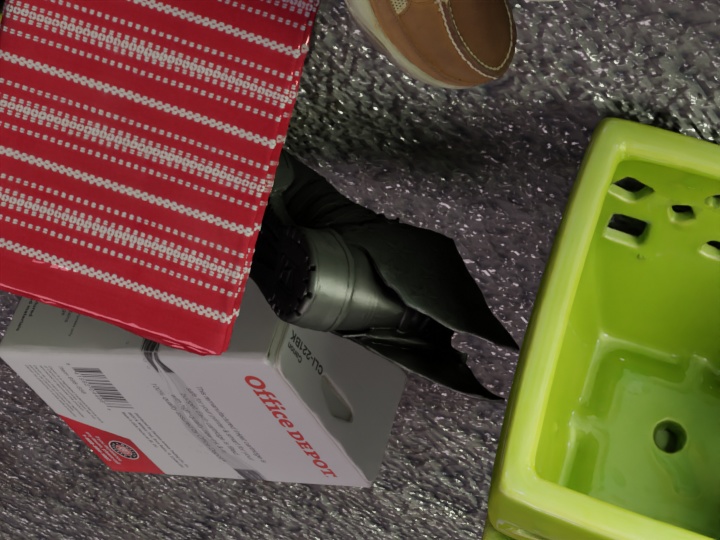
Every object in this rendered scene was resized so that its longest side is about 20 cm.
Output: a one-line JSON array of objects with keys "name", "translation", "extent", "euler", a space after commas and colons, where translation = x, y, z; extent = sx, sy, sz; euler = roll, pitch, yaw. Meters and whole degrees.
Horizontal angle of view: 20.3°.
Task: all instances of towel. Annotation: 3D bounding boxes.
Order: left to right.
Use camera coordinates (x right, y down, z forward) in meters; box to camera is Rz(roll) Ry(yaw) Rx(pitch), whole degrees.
[{"name": "towel", "translation": [-0.106, -0.068, 0.943], "extent": [0.144, 0.201, 0.022], "euler": [17, -165, 3]}]

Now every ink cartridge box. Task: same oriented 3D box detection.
[{"name": "ink cartridge box", "translation": [-0.092, 0.057, 1.216], "extent": [0.199, 0.084, 0.144], "euler": [1, 146, 31]}]

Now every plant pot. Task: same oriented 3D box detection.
[{"name": "plant pot", "translation": [0.167, 0.071, 0.978], "extent": [0.198, 0.201, 0.182], "euler": [18, 159, 2]}]

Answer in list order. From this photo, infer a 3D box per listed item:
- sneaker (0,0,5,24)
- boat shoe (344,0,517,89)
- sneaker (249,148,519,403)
[{"name": "sneaker", "translation": [-0.115, -0.054, 0.996], "extent": [0.200, 0.078, 0.090], "euler": [56, 170, -30]}, {"name": "boat shoe", "translation": [0.027, -0.145, 0.812], "extent": [0.071, 0.076, 0.200], "euler": [-1, 147, 28]}, {"name": "sneaker", "translation": [0.001, -0.003, 1.006], "extent": [0.104, 0.200, 0.060], "euler": [12, 111, -22]}]
